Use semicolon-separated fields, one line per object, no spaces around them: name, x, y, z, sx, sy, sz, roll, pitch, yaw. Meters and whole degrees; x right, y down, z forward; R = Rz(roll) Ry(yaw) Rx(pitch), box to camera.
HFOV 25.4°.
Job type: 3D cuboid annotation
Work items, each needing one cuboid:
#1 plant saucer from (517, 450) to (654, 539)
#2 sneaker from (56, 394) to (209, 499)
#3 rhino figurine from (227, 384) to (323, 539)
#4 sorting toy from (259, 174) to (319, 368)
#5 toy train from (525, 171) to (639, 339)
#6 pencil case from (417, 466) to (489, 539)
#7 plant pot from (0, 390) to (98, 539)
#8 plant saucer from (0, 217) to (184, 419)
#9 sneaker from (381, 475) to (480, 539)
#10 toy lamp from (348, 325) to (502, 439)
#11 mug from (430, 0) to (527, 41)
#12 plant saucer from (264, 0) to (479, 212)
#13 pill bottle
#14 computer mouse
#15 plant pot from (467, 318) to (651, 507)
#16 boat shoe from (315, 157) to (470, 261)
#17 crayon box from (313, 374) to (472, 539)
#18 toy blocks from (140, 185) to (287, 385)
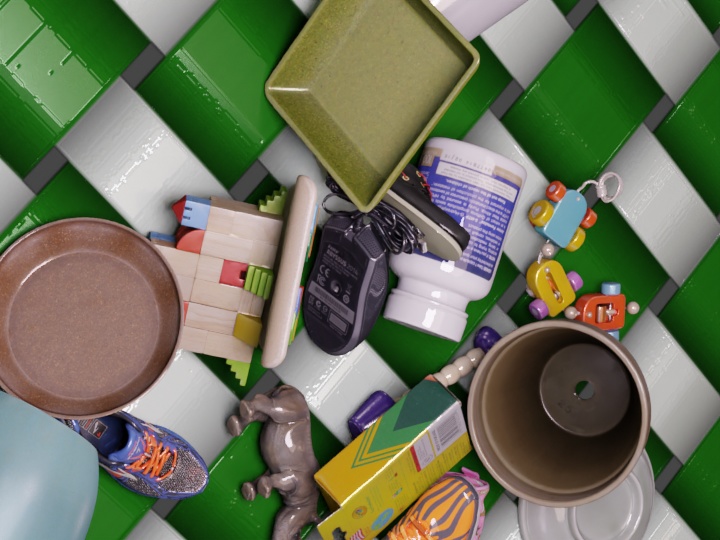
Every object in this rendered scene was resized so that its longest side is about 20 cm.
plant saucer;0.281;0.279;1.905;0.198;0.050;0.202;-4;98;-27
sneaker;-0.234;0.179;1.602;0.199;0.078;0.076;30;82;-27
rhino figurine;-0.080;0.216;1.699;0.087;0.060;0.202;-22;109;-35
sorting toy;-0.068;0.001;1.604;0.036;0.200;0.187;11;90;-5
toy train;0.249;-0.013;1.855;0.149;0.055;0.202;-10;103;-28
pencil case;0.101;0.326;1.796;0.082;0.087;0.202;2;96;4
plant pot;-0.337;0.209;1.492;0.200;0.200;0.162;37;70;-26
plant saucer;-0.270;0.049;1.552;0.198;0.037;0.203;2;72;-5
sneaker;0.045;0.305;1.709;0.201;0.078;0.112;-53;156;17
toy lamp;0.074;0.131;1.775;0.199;0.058;0.059;-31;109;-25
mug;0.077;-0.312;1.701;0.153;0.186;0.150;-44;146;-7
plant saucer;0.018;-0.193;1.609;0.048;0.200;0.201;6;128;-52
pill bottle;0.096;-0.032;1.731;0.119;0.119;0.202;21;85;-28
computer mouse;0.000;0.000;1.675;0.052;0.138;0.201;-17;137;-45
plant pot;0.234;0.144;1.779;0.173;0.198;0.202;-19;109;-70
boat shoe;0.042;-0.084;1.664;0.063;0.201;0.074;-42;150;-17
crayon box;0.026;0.215;1.706;0.200;0.051;0.127;-40;151;-13
toy blocks;-0.161;0.002;1.617;0.135;0.100;0.202;12;104;-10
